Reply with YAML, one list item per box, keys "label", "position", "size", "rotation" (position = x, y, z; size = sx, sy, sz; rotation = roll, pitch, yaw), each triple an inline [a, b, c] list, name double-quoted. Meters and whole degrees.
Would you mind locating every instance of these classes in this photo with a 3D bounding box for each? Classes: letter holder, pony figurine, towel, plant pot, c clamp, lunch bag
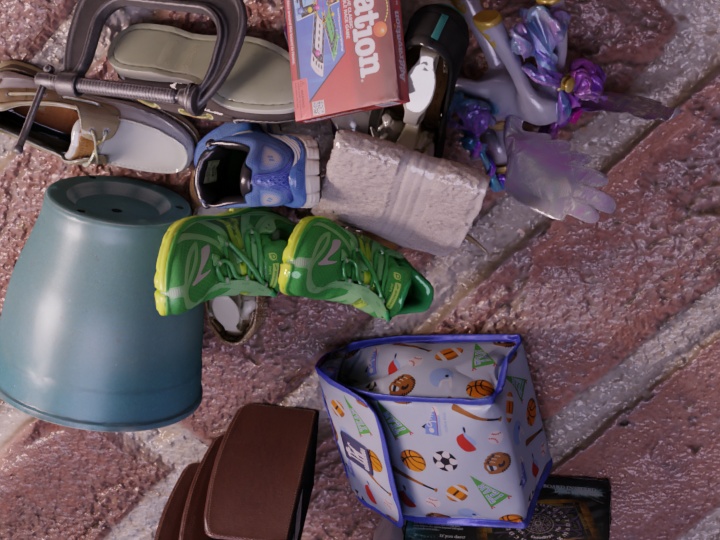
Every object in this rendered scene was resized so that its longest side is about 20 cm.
- label: "letter holder"
  position: [-0.126, 0.226, 1.859]
  size: [0.142, 0.200, 0.101]
  rotation: [8, 125, 4]
- label: "pony figurine"
  position: [0.149, -0.142, 1.614]
  size: [0.193, 0.167, 0.200]
  rotation: [15, 137, 39]
- label: "towel"
  position: [0.030, -0.061, 1.602]
  size: [0.132, 0.034, 0.200]
  rotation: [17, 164, -1]
- label: "plant pot"
  position: [-0.231, 0.020, 1.750]
  size: [0.200, 0.200, 0.188]
  rotation: [11, 110, 1]
- label: "c clamp"
  position: [-0.190, -0.174, 1.626]
  size: [0.200, 0.171, 0.027]
  rotation: [3, 163, 25]
- label: "lunch bag"
  position: [0.064, 0.155, 1.834]
  size: [0.200, 0.124, 0.170]
  rotation: [2, 125, 24]

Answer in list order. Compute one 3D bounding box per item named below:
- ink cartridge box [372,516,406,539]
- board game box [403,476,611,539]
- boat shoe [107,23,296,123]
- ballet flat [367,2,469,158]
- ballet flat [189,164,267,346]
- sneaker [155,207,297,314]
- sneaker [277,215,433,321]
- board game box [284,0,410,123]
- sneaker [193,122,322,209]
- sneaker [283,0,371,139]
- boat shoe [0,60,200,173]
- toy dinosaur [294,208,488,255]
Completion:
- label: "ink cartridge box"
  position: [0.081, 0.327, 1.897]
  size: [0.146, 0.200, 0.086]
  rotation: [20, 125, -6]
- label: "board game box"
  position: [0.145, 0.252, 1.876]
  size: [0.200, 0.135, 0.028]
  rotation: [4, 127, 7]
- label: "boat shoe"
  position: [-0.122, -0.162, 1.647]
  size: [0.201, 0.072, 0.061]
  rotation: [17, 153, 26]
- label: "ballet flat"
  position: [0.040, -0.130, 1.586]
  size: [0.068, 0.068, 0.200]
  rotation: [16, 131, 6]
- label: "ballet flat"
  position: [-0.121, -0.013, 1.776]
  size: [0.070, 0.065, 0.200]
  rotation: [-2, 123, 12]
- label: "sneaker"
  position: [-0.108, -0.012, 1.652]
  size: [0.084, 0.200, 0.074]
  rotation: [13, 114, 27]
- label: "sneaker"
  position: [0.000, 0.000, 1.656]
  size: [0.084, 0.200, 0.074]
  rotation: [16, 93, 33]
- label: "board game box"
  position: [-0.016, -0.227, 1.554]
  size: [0.103, 0.019, 0.200]
  rotation: [-9, 84, 32]
- label: "sneaker"
  position: [-0.107, -0.094, 1.640]
  size: [0.089, 0.200, 0.079]
  rotation: [-3, 98, -24]
- label: "sneaker"
  position: [0.001, -0.174, 1.656]
  size: [0.100, 0.075, 0.200]
  rotation: [-26, 121, 7]
- label: "boat shoe"
  position: [-0.246, -0.124, 1.716]
  size: [0.200, 0.068, 0.075]
  rotation: [16, 125, -3]
- label: "toy dinosaur"
  position: [0.013, -0.047, 1.751]
  size: [0.200, 0.058, 0.101]
  rotation: [-8, 138, 22]
